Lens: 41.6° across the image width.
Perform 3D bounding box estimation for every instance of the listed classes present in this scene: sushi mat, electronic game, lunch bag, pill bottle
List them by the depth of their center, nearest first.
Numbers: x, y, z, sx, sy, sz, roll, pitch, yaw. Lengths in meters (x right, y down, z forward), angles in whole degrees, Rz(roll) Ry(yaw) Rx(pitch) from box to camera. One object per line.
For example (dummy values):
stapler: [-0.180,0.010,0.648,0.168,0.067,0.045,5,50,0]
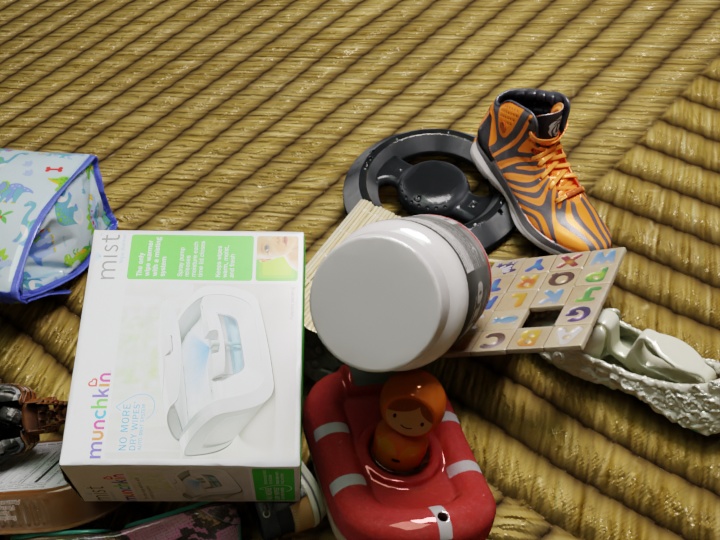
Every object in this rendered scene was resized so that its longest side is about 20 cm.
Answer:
pill bottle: [0.036,0.016,0.745,0.113,0.115,0.200,3,6,15]
sushi mat: [0.000,0.000,0.901,0.095,0.012,0.200,21,43,16]
electronic game: [0.080,-0.085,1.032,0.198,0.042,0.201,-2,50,2]
lunch bag: [-0.389,-0.037,1.035,0.169,0.128,0.200,4,37,16]

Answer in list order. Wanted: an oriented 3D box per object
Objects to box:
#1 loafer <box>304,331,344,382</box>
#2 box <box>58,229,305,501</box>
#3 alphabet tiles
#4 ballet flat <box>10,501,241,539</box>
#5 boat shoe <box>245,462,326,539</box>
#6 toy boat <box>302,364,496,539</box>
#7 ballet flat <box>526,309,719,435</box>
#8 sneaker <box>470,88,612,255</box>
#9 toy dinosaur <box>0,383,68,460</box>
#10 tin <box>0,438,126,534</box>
loafer: [-0.055,0.060,0.900,0.199,0.070,0.070,21,13,12]
box: [-0.132,0.076,0.760,0.175,0.097,0.201,2,60,-3]
alphabet tiles: [0.129,0.030,0.870,0.199,0.008,0.167,-7,26,32]
ballet flat: [-0.193,0.235,0.768,0.199,0.069,0.072,-11,70,2]
boat shoe: [-0.106,0.152,0.818,0.062,0.075,0.200,-27,51,-23]
toy boat: [0.034,0.133,0.746,0.130,0.131,0.201,-4,41,-18]
ballet flat: [0.233,0.068,0.816,0.199,0.072,0.072,25,56,34]
sneaker: [0.188,-0.103,0.949,0.077,0.112,0.200,-24,61,-31]
toy dinosaur: [-0.316,0.124,0.804,0.200,0.135,0.103,-35,70,25]
tin: [-0.286,0.183,0.811,0.199,0.042,0.112,-7,18,13]
